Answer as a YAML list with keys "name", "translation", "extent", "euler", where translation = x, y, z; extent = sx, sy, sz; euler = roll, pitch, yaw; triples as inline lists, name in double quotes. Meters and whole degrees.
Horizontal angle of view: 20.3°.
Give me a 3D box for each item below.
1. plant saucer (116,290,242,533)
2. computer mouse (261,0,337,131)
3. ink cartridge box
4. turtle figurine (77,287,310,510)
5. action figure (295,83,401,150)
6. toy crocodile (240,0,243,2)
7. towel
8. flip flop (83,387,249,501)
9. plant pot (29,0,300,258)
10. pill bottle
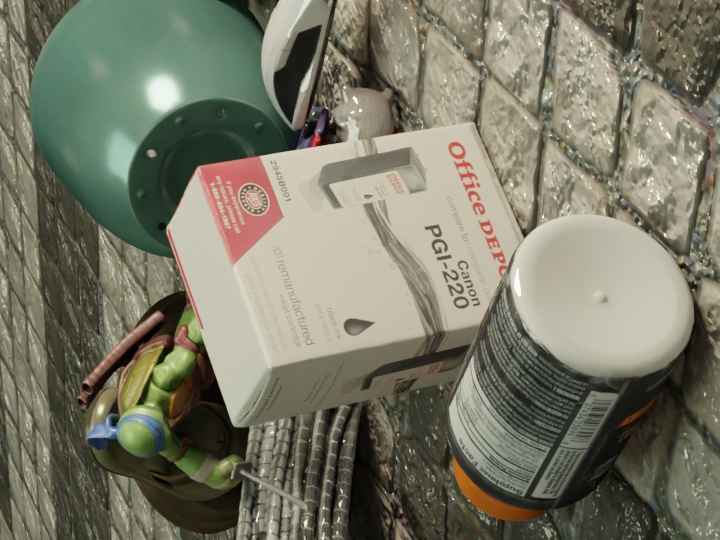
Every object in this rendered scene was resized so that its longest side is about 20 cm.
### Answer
- name: "plant saucer"
  translation: [-0.123, 0.115, 1.664]
  extent: [0.029, 0.199, 0.202]
  euler: [-10, 92, 37]
- name: "computer mouse"
  translation: [-0.039, -0.185, 1.378]
  extent: [0.110, 0.043, 0.201]
  euler: [-76, 1, -54]
- name: "ink cartridge box"
  translation: [0.000, 0.000, 1.248]
  extent: [0.147, 0.198, 0.085]
  euler: [68, 151, 22]
- name: "turtle figurine"
  translation: [-0.094, 0.080, 1.482]
  extent: [0.195, 0.198, 0.145]
  euler: [-81, -31, -59]
- name: "action figure"
  translation: [-0.005, -0.046, 1.433]
  extent: [0.201, 0.103, 0.195]
  euler: [-80, -2, -61]
- name: "toy crocodile"
  translation: [-0.120, -0.222, 1.631]
  extent: [0.200, 0.061, 0.068]
  euler: [-46, 58, 59]
- name: "towel"
  translation: [-0.048, 0.204, 1.567]
  extent: [0.166, 0.085, 0.201]
  euler: [93, -179, -51]
- name: "flip flop"
  translation: [-0.137, 0.131, 1.565]
  extent: [0.057, 0.200, 0.082]
  euler: [-7, 73, 30]
- name: "plant pot"
  translation: [-0.134, -0.101, 1.511]
  extent: [0.161, 0.199, 0.202]
  euler: [-127, 32, -55]
- name: "pill bottle"
  translation: [0.108, 0.066, 1.141]
  extent: [0.201, 0.105, 0.107]
  euler: [110, 141, -54]
